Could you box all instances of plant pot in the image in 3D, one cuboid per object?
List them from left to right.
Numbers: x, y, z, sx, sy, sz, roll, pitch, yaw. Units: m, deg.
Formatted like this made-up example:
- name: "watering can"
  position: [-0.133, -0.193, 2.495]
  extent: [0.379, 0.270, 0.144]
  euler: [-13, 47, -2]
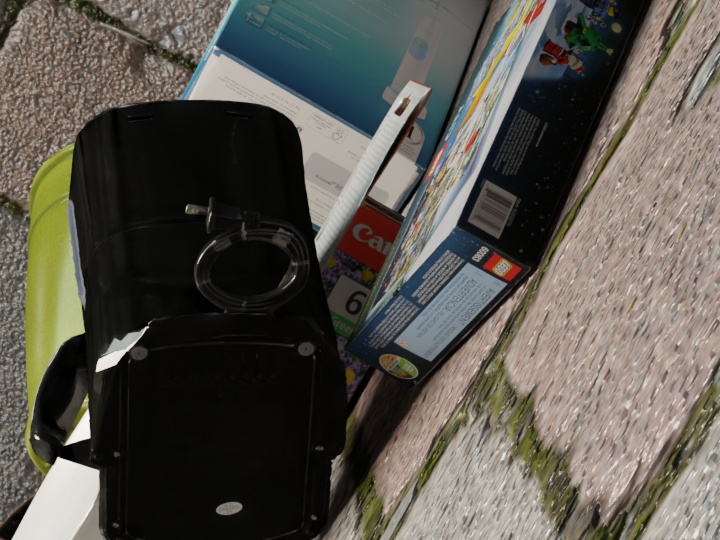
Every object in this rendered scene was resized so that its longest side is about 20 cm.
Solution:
- name: "plant pot"
  position: [-0.137, 0.046, 1.727]
  extent: [0.200, 0.200, 0.193]
  euler: [127, 157, -51]

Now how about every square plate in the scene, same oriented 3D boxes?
- name: "square plate"
  position: [-0.163, 0.151, 1.407]
  extent: [0.200, 0.028, 0.198]
  euler: [-58, 11, 23]

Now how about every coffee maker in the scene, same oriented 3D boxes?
- name: "coffee maker"
  position: [-0.066, 0.004, 1.237]
  extent: [0.192, 0.134, 0.200]
  euler: [-59, 25, 29]

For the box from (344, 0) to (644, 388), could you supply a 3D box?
- name: "box"
  position: [0.067, -0.060, 1.164]
  extent: [0.200, 0.038, 0.137]
  euler: [-65, 7, -30]

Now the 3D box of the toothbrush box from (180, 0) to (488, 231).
- name: "toothbrush box"
  position: [-0.018, -0.125, 1.625]
  extent: [0.085, 0.146, 0.200]
  euler: [-55, 9, 39]

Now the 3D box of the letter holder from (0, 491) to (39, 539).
- name: "letter holder"
  position: [-0.200, 0.195, 1.664]
  extent: [0.200, 0.142, 0.101]
  euler: [-53, 10, 52]

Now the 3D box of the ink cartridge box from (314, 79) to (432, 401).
- name: "ink cartridge box"
  position: [0.000, 0.000, 1.377]
  extent: [0.200, 0.050, 0.109]
  euler: [-60, 7, 4]
